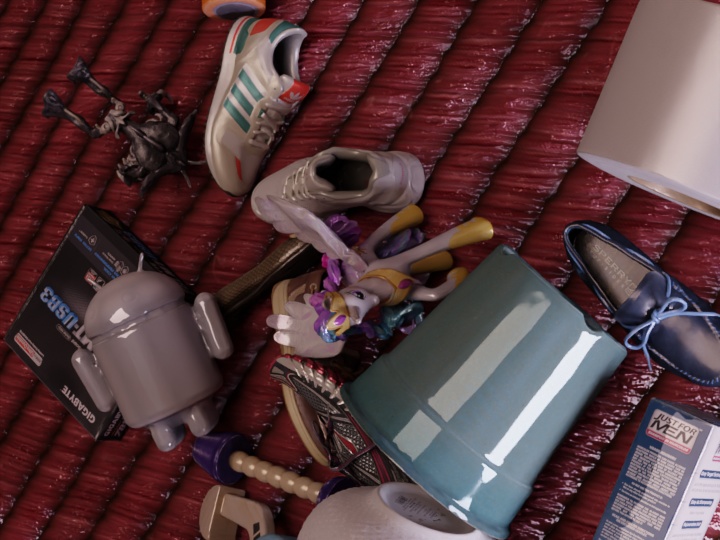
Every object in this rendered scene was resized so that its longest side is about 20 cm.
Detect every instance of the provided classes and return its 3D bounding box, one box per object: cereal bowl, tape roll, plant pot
[{"bbox_3d":[0.045,0.241,1.089,0.199,0.200,0.084,27,105,32],"label":"cereal bowl"},{"bbox_3d":[0.295,-0.121,1.037,0.202,0.202,0.140,26,96,32],"label":"tape roll"},{"bbox_3d":[0.119,0.096,1.126,0.196,0.200,0.200,-50,60,5],"label":"plant pot"}]

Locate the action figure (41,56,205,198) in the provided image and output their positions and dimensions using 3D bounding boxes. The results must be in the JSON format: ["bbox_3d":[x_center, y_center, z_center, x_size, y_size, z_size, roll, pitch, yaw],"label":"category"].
[{"bbox_3d":[-0.258,-0.160,1.450,0.199,0.102,0.119,34,92,5],"label":"action figure"}]

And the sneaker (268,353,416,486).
[{"bbox_3d":[-0.013,0.154,1.208,0.200,0.081,0.075,41,92,11],"label":"sneaker"}]

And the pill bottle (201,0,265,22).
[{"bbox_3d":[-0.142,-0.381,1.407,0.106,0.106,0.202,-9,77,30],"label":"pill bottle"}]

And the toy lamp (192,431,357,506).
[{"bbox_3d":[-0.094,0.209,1.300,0.199,0.058,0.059,16,90,39],"label":"toy lamp"}]

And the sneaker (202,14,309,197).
[{"bbox_3d":[-0.107,-0.178,1.371,0.093,0.070,0.201,7,85,33],"label":"sneaker"}]

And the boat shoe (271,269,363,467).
[{"bbox_3d":[-0.035,0.095,1.284,0.072,0.072,0.201,-21,67,25],"label":"boat shoe"}]

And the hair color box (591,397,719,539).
[{"bbox_3d":[0.248,0.213,1.068,0.060,0.100,0.201,25,95,33],"label":"hair color box"}]

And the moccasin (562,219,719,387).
[{"bbox_3d":[0.246,0.032,1.119,0.200,0.068,0.081,42,104,30],"label":"moccasin"}]

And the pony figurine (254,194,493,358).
[{"bbox_3d":[0.000,0.000,1.202,0.193,0.199,0.168,16,124,50],"label":"pony figurine"}]

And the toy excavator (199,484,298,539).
[{"bbox_3d":[-0.087,0.292,1.254,0.194,0.100,0.201,-32,50,40],"label":"toy excavator"}]

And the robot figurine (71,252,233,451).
[{"bbox_3d":[-0.219,0.087,1.334,0.169,0.113,0.201,-23,93,3],"label":"robot figurine"}]

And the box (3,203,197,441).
[{"bbox_3d":[-0.300,0.059,1.466,0.200,0.050,0.199,40,102,30],"label":"box"}]

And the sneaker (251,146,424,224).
[{"bbox_3d":[-0.040,-0.093,1.299,0.199,0.099,0.079,-11,76,30],"label":"sneaker"}]

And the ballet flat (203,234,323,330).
[{"bbox_3d":[-0.106,0.004,1.346,0.200,0.067,0.047,-38,72,28],"label":"ballet flat"}]
